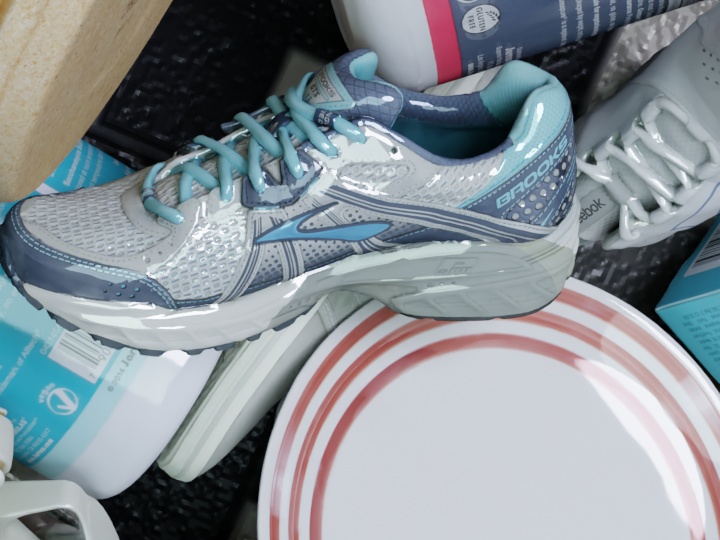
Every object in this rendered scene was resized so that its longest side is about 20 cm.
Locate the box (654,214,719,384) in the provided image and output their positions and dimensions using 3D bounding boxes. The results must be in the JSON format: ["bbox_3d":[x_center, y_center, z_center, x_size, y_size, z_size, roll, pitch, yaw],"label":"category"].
[{"bbox_3d":[0.205,0.053,1.068,0.200,0.049,0.082,47,59,-15],"label":"box"}]

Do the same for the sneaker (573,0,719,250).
[{"bbox_3d":[0.112,-0.041,0.968,0.087,0.200,0.075,-35,87,-14],"label":"sneaker"}]

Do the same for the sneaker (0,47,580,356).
[{"bbox_3d":[-0.022,-0.033,0.929,0.198,0.078,0.087,-7,129,-17],"label":"sneaker"}]

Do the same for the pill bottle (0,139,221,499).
[{"bbox_3d":[-0.147,-0.012,0.997,0.199,0.111,0.111,32,99,-13],"label":"pill bottle"}]

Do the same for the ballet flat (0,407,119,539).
[{"bbox_3d":[-0.135,0.077,0.967,0.072,0.072,0.200,-38,131,4],"label":"ballet flat"}]

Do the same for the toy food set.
[{"bbox_3d":[-0.087,-0.102,0.884,0.048,0.201,0.198,30,142,1],"label":"toy food set"}]

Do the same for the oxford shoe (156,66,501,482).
[{"bbox_3d":[0.000,0.000,1.020,0.058,0.075,0.200,42,77,-15],"label":"oxford shoe"}]

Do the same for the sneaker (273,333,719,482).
[{"bbox_3d":[0.059,0.073,1.076,0.198,0.073,0.085,-3,138,-13],"label":"sneaker"}]

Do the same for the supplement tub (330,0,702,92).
[{"bbox_3d":[0.077,-0.153,0.970,0.199,0.140,0.141,-18,106,-1],"label":"supplement tub"}]

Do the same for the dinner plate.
[{"bbox_3d":[0.054,0.097,0.993,0.199,0.024,0.202,7,72,-22],"label":"dinner plate"}]
